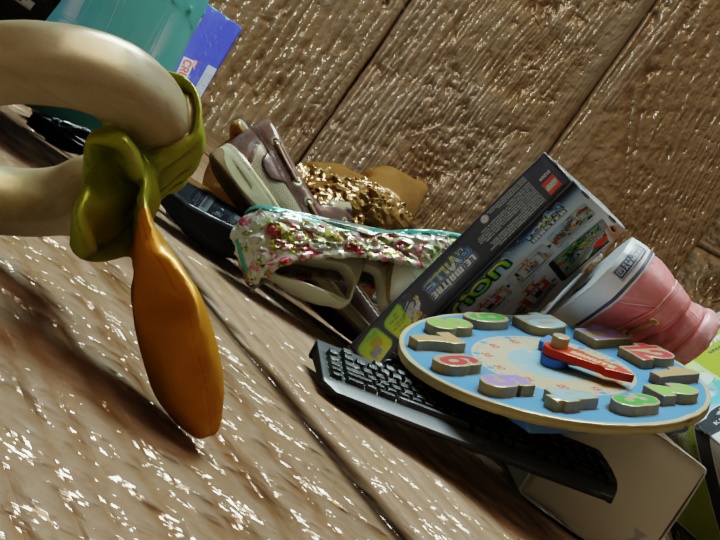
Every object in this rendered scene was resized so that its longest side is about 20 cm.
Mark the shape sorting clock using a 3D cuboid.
[{"bbox_3d":[0.123,0.060,0.876,0.200,0.039,0.200,11,13,-3],"label":"shape sorting clock"}]

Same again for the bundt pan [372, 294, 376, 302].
[{"bbox_3d":[-0.013,-0.034,1.693,0.202,0.076,0.202,35,4,-3],"label":"bundt pan"}]

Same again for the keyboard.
[{"bbox_3d":[0.062,0.085,0.855,0.200,0.021,0.127,23,9,-12],"label":"keyboard"}]

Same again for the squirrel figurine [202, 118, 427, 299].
[{"bbox_3d":[-0.051,-0.059,1.205,0.187,0.142,0.200,29,1,0],"label":"squirrel figurine"}]

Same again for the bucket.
[{"bbox_3d":[-0.204,-0.190,0.942,0.207,0.135,0.207,20,-10,4],"label":"bucket"}]

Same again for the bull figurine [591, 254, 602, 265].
[{"bbox_3d":[0.100,0.018,1.110,0.121,0.200,0.065,12,40,-43],"label":"bull figurine"}]

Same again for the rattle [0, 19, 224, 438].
[{"bbox_3d":[-0.153,-0.019,0.487,0.200,0.143,0.130,13,-15,-40],"label":"rattle"}]

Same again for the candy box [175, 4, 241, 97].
[{"bbox_3d":[-0.225,-0.226,1.483,0.077,0.169,0.200,29,6,-31],"label":"candy box"}]

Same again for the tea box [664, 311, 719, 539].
[{"bbox_3d":[0.325,0.163,1.101,0.197,0.134,0.200,41,-26,62],"label":"tea box"}]

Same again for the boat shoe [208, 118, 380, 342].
[{"bbox_3d":[-0.033,-0.029,1.076,0.200,0.072,0.072,52,-14,-3],"label":"boat shoe"}]

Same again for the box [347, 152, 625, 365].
[{"bbox_3d":[0.095,0.012,1.009,0.035,0.200,0.110,52,12,33],"label":"box"}]

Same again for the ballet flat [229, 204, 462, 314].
[{"bbox_3d":[0.000,0.000,1.010,0.200,0.064,0.076,7,-24,-16],"label":"ballet flat"}]

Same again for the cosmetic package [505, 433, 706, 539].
[{"bbox_3d":[0.168,0.134,1.006,0.103,0.087,0.200,35,3,-3],"label":"cosmetic package"}]

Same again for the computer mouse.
[{"bbox_3d":[-0.162,-0.060,1.029,0.200,0.034,0.059,29,15,-2],"label":"computer mouse"}]

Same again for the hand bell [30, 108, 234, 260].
[{"bbox_3d":[-0.161,-0.085,1.095,0.200,0.104,0.104,49,6,10],"label":"hand bell"}]

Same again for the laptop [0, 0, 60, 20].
[{"bbox_3d":[-0.284,-0.179,0.809,0.177,0.103,0.200,34,3,-22],"label":"laptop"}]

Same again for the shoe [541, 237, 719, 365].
[{"bbox_3d":[0.188,0.047,1.018,0.091,0.071,0.200,42,-21,1],"label":"shoe"}]
